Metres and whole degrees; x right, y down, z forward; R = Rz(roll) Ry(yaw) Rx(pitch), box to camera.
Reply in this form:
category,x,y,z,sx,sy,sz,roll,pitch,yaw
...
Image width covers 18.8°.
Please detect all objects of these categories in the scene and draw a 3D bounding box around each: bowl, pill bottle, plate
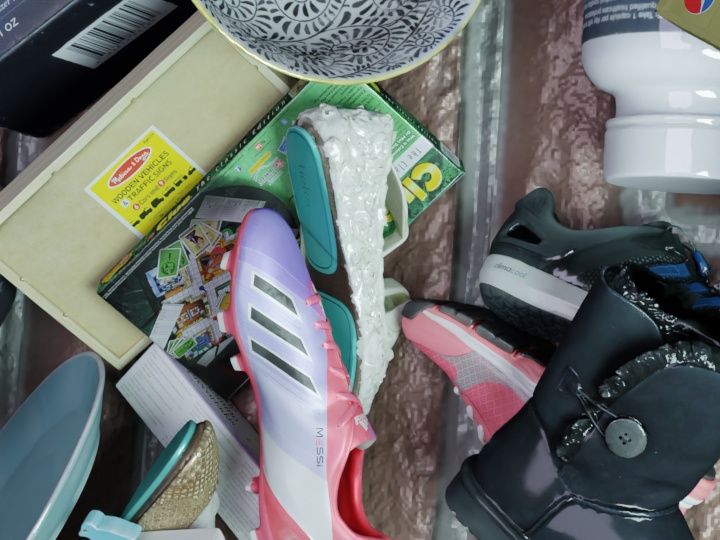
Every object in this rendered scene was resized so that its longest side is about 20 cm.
category,x,y,z,sx,sy,sz,roll,pitch,yaw
bowl,-0.032,-0.193,1.189,0.094,0.200,0.201,166,103,-66
pill bottle,0.176,-0.144,1.137,0.119,0.120,0.200,3,87,25
plate,-0.201,0.138,1.275,0.026,0.200,0.200,35,104,-19

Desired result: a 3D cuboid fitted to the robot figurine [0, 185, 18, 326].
category,x,y,z,sx,sy,sz,roll,pitch,yaw
robot figurine,-0.278,0.020,1.297,0.125,0.200,0.150,23,139,1

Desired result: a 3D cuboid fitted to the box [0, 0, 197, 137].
category,x,y,z,sx,sy,sz,roll,pitch,yaw
box,-0.194,-0.221,1.313,0.200,0.123,0.199,-35,71,18

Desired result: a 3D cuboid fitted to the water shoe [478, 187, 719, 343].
category,x,y,z,sx,sy,sz,roll,pitch,yaw
water shoe,0.163,0.012,1.155,0.200,0.072,0.079,20,75,14

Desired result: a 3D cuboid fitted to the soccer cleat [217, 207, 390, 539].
category,x,y,z,sx,sy,sz,roll,pitch,yaw
soccer cleat,-0.028,0.063,1.193,0.076,0.067,0.200,-3,97,20

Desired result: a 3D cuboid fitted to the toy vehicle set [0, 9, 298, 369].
category,x,y,z,sx,sy,sz,roll,pitch,yaw
toy vehicle set,-0.115,-0.046,1.264,0.200,0.027,0.124,-41,115,13

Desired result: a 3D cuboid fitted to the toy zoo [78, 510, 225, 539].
category,x,y,z,sx,sy,sz,roll,pitch,yaw
toy zoo,-0.110,0.219,1.235,0.131,0.020,0.200,-16,112,23

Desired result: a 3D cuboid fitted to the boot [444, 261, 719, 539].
category,x,y,z,sx,sy,sz,roll,pitch,yaw
boot,0.159,0.111,1.087,0.200,0.076,0.168,41,117,9

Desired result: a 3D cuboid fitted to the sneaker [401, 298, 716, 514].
category,x,y,z,sx,sy,sz,roll,pitch,yaw
sneaker,0.090,0.088,1.183,0.200,0.074,0.087,35,102,23

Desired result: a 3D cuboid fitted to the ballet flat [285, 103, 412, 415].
category,x,y,z,sx,sy,sz,roll,pitch,yaw
ballet flat,0.000,0.000,1.221,0.072,0.072,0.200,12,119,25

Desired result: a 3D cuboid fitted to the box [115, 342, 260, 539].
category,x,y,z,sx,sy,sz,roll,pitch,yaw
box,-0.064,0.126,1.269,0.041,0.039,0.200,-47,69,13

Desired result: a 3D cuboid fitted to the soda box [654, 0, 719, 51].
category,x,y,z,sx,sy,sz,roll,pitch,yaw
soda box,0.236,-0.110,1.060,0.064,0.200,0.068,37,102,45

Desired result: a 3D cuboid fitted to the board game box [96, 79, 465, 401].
category,x,y,z,sx,sy,sz,roll,pitch,yaw
board game box,-0.046,-0.024,1.252,0.105,0.023,0.200,43,105,-16

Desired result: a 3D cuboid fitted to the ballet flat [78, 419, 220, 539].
category,x,y,z,sx,sy,sz,roll,pitch,yaw
ballet flat,-0.121,0.158,1.262,0.065,0.071,0.200,39,131,-6
